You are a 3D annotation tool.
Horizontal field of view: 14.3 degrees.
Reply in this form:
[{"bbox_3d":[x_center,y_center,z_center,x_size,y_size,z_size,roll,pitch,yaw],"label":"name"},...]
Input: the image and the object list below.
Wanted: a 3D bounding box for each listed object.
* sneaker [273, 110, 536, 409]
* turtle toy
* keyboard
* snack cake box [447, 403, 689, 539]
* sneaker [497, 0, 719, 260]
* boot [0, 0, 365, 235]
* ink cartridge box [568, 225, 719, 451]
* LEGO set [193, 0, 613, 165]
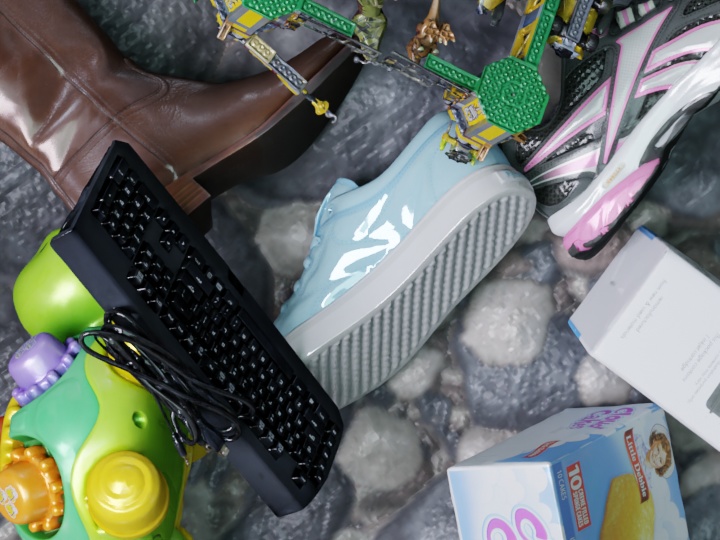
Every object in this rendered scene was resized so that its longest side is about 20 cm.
[{"bbox_3d":[0.000,0.000,1.469,0.200,0.074,0.082,-41,57,13],"label":"sneaker"},{"bbox_3d":[-0.131,0.071,1.429,0.100,0.146,0.201,2,66,7],"label":"turtle toy"},{"bbox_3d":[-0.067,0.037,1.361,0.039,0.104,0.200,-15,126,38],"label":"keyboard"},{"bbox_3d":[0.118,0.179,1.450,0.067,0.115,0.202,-6,99,39],"label":"snack cake box"},{"bbox_3d":[0.143,-0.108,1.446,0.086,0.080,0.200,39,89,6],"label":"sneaker"},{"bbox_3d":[-0.120,-0.116,1.448,0.200,0.064,0.186,41,61,15],"label":"boot"},{"bbox_3d":[0.207,0.067,1.444,0.200,0.116,0.068,37,95,-6],"label":"ink cartridge box"},{"bbox_3d":[0.011,-0.139,1.414,0.199,0.116,0.155,16,75,-16],"label":"LEGO set"}]
